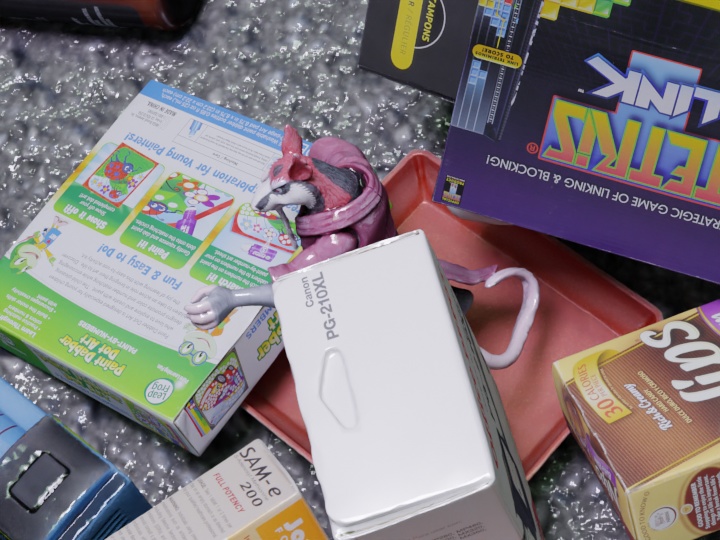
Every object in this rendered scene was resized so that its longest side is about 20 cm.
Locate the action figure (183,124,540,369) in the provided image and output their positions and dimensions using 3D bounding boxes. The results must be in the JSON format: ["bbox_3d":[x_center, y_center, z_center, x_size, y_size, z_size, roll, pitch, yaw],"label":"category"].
[{"bbox_3d":[0.000,0.000,1.069,0.148,0.200,0.135,5,57,21],"label":"action figure"}]

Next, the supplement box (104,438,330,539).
[{"bbox_3d":[-0.098,0.202,1.053,0.199,0.126,0.074,-34,27,-8],"label":"supplement box"}]

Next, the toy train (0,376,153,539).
[{"bbox_3d":[-0.200,0.115,1.138,0.200,0.114,0.087,35,72,26],"label":"toy train"}]

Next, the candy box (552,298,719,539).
[{"bbox_3d":[0.216,0.067,1.060,0.199,0.057,0.117,-22,37,-4],"label":"candy box"}]

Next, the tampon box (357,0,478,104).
[{"bbox_3d":[0.107,-0.194,1.180,0.126,0.151,0.200,22,29,22],"label":"tampon box"}]

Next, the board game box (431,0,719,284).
[{"bbox_3d":[0.152,-0.092,1.058,0.199,0.166,0.057,16,26,8],"label":"board game box"}]

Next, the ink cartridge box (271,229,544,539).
[{"bbox_3d":[0.033,0.094,1.009,0.084,0.200,0.145,-19,59,6],"label":"ink cartridge box"}]

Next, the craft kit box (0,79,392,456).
[{"bbox_3d":[-0.114,-0.008,1.207,0.199,0.049,0.198,24,65,37],"label":"craft kit box"}]

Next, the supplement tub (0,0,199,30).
[{"bbox_3d":[-0.210,-0.222,1.334,0.199,0.107,0.107,7,63,14],"label":"supplement tub"}]

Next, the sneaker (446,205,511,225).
[{"bbox_3d":[0.147,-0.049,1.162,0.199,0.072,0.073,-2,41,-12],"label":"sneaker"}]

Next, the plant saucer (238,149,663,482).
[{"bbox_3d":[0.044,0.052,1.170,0.200,0.037,0.200,36,73,25],"label":"plant saucer"}]
